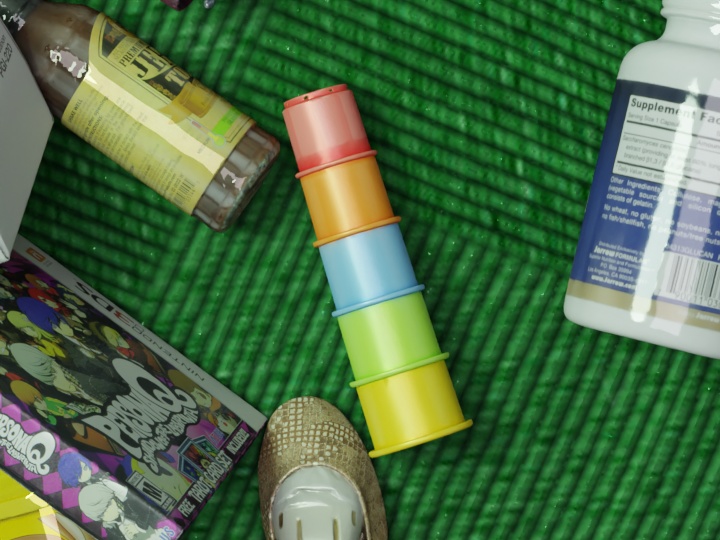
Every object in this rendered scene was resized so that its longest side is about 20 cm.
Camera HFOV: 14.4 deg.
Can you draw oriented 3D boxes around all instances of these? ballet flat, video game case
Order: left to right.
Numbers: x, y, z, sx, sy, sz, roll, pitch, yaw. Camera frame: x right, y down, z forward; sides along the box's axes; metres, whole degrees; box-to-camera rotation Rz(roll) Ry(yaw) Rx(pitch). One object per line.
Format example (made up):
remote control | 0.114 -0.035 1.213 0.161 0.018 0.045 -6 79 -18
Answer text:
video game case | -0.148 0.063 1.484 0.181 0.200 0.036 36 107 1
ballet flat | -0.016 0.169 1.549 0.070 0.065 0.200 -10 91 1

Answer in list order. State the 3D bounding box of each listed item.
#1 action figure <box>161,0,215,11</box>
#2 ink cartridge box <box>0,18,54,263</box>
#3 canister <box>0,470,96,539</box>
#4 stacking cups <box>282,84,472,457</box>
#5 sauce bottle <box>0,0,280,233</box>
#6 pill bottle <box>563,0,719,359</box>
action figure | -0.161 -0.215 1.511 0.200 0.149 0.134 16 110 14
ink cartridge box | -0.273 -0.046 1.484 0.200 0.146 0.085 -19 120 17
canister | -0.176 0.200 1.532 0.148 0.087 0.200 -17 93 22
stacking cups | 0.000 0.000 1.550 0.060 0.061 0.200 -20 89 2
sauce bottle | -0.139 -0.101 1.547 0.200 0.065 0.065 35 92 -1
pill bottle | 0.183 -0.058 1.516 0.111 0.111 0.200 14 91 1
